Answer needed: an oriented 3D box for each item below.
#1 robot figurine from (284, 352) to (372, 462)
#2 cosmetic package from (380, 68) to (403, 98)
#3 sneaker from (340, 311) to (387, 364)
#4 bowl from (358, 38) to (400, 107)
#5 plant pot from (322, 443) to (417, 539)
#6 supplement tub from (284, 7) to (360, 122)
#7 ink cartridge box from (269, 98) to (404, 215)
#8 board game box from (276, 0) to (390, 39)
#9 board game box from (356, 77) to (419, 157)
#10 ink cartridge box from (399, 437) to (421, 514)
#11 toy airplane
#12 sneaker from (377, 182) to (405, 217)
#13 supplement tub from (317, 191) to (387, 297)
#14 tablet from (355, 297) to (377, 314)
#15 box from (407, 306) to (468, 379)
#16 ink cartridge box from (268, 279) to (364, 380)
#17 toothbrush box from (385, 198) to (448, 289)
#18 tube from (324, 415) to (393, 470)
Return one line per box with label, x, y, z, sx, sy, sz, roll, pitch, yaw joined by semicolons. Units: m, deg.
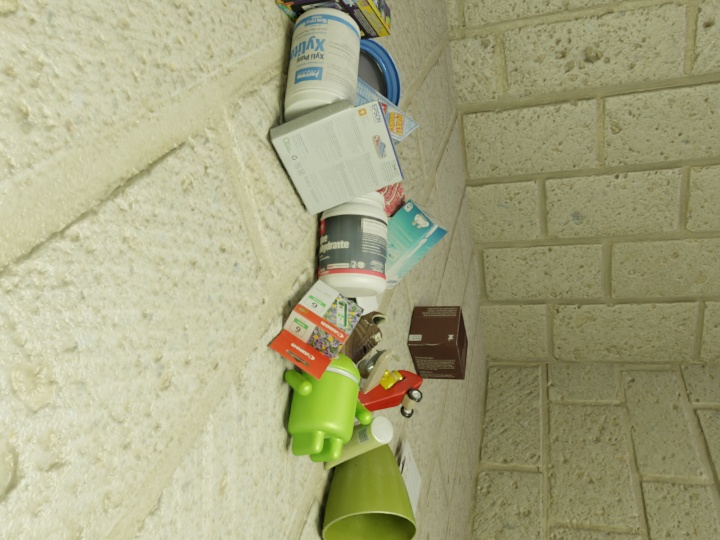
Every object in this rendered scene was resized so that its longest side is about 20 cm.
robot figurine;-0.064;0.235;1.047;0.175;0.115;0.201;32;53;-31
cosmetic package;0.038;-0.475;1.469;0.200;0.101;0.075;-28;114;-71
sneaker;0.009;0.153;1.342;0.200;0.075;0.071;-66;148;-54
bowl;0.004;-0.413;1.303;0.200;0.039;0.202;-3;96;-37
plant pot;0.013;0.445;1.207;0.201;0.186;0.188;-95;169;-47
supplement tub;-0.069;-0.365;1.081;0.132;0.131;0.201;46;44;-63
ink cartridge box;-0.037;-0.209;1.059;0.200;0.199;0.041;66;7;-50
board game box;-0.045;-0.504;1.116;0.200;0.164;0.057;4;84;-72
board game box;0.019;-0.288;1.218;0.062;0.199;0.201;-18;-123;63
ink cartridge box;0.125;0.616;1.700;0.163;0.057;0.201;-67;141;-52
toy airplane;0.021;0.257;1.267;0.199;0.199;0.142;45;13;-51
sneaker;0.020;-0.196;1.283;0.200;0.075;0.081;46;66;-15
supplement tub;-0.014;-0.054;1.194;0.140;0.139;0.202;35;54;-67
tablet;0.000;0.000;1.376;0.130;0.014;0.201;-12;88;-71
box;0.266;0.245;1.966;0.201;0.165;0.165;71;26;-42
ink cartridge box;-0.073;0.100;1.042;0.051;0.109;0.200;-58;178;27
toothbrush box;0.089;-0.053;1.327;0.085;0.200;0.146;47;14;16
tube;-0.012;0.332;1.134;0.058;0.200;0.052;-24;80;-44
